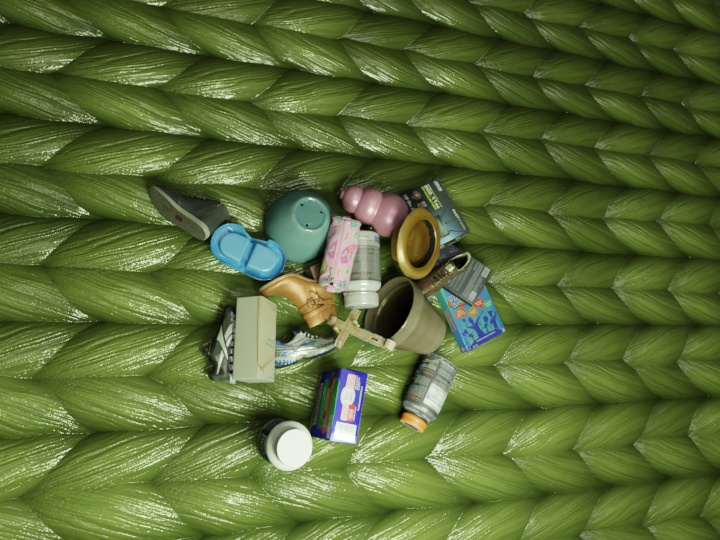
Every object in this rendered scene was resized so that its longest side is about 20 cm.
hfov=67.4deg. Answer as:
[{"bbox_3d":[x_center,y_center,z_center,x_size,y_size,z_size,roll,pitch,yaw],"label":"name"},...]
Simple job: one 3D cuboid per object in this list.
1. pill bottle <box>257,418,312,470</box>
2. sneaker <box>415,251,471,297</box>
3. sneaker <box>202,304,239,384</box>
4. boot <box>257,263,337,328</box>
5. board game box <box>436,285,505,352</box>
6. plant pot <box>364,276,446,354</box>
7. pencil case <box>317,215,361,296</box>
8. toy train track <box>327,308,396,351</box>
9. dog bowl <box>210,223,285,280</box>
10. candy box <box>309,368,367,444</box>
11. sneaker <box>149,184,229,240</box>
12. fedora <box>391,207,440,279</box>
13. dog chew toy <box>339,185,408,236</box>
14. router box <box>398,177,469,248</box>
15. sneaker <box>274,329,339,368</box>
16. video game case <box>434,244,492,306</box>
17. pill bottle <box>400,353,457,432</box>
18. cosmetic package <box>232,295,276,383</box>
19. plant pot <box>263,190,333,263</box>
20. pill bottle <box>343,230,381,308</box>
[{"bbox_3d":[-0.178,0.414,1.289,0.110,0.200,0.113,4,76,-19],"label":"pill bottle"},{"bbox_3d":[0.235,0.003,1.544,0.199,0.076,0.071,-34,74,-25],"label":"sneaker"},{"bbox_3d":[-0.349,0.184,1.350,0.089,0.066,0.203,-1,76,-12],"label":"sneaker"},{"bbox_3d":[-0.161,0.081,1.440,0.198,0.074,0.156,-18,89,-20],"label":"boot"},{"bbox_3d":[0.329,0.123,1.621,0.151,0.045,0.202,-23,86,-22],"label":"board game box"},{"bbox_3d":[0.138,0.142,1.483,0.173,0.199,0.202,31,69,-28],"label":"plant pot"},{"bbox_3d":[-0.055,-0.040,1.414,0.086,0.087,0.202,15,85,-16],"label":"pencil case"},{"bbox_3d":[-0.002,0.158,1.389,0.198,0.033,0.115,20,69,26],"label":"toy train track"},{"bbox_3d":[-0.297,-0.042,1.421,0.198,0.050,0.112,25,68,-9],"label":"dog bowl"},{"bbox_3d":[-0.059,0.337,1.350,0.076,0.200,0.171,15,73,-14],"label":"candy box"},{"bbox_3d":[-0.442,-0.166,1.398,0.199,0.075,0.106,37,47,4],"label":"sneaker"},{"bbox_3d":[0.142,-0.076,1.491,0.199,0.081,0.203,-5,96,-46],"label":"fedora"},{"bbox_3d":[0.035,-0.179,1.545,0.198,0.125,0.126,23,71,-5],"label":"dog chew toy"},{"bbox_3d":[0.213,-0.161,1.616,0.149,0.062,0.201,-25,79,-23],"label":"router box"},{"bbox_3d":[-0.144,0.191,1.420,0.198,0.077,0.086,-13,79,-22],"label":"sneaker"},{"bbox_3d":[0.278,-0.001,1.608,0.199,0.019,0.143,33,62,7],"label":"video game case"},{"bbox_3d":[0.182,0.339,1.488,0.106,0.106,0.201,34,70,-10],"label":"pill bottle"},{"bbox_3d":[-0.262,0.174,1.347,0.072,0.104,0.203,-6,73,13],"label":"cosmetic package"},{"bbox_3d":[-0.151,-0.132,1.454,0.198,0.135,0.203,4,77,-19],"label":"plant pot"},{"bbox_3d":[0.000,0.000,1.491,0.112,0.114,0.203,3,77,-19],"label":"pill bottle"}]
